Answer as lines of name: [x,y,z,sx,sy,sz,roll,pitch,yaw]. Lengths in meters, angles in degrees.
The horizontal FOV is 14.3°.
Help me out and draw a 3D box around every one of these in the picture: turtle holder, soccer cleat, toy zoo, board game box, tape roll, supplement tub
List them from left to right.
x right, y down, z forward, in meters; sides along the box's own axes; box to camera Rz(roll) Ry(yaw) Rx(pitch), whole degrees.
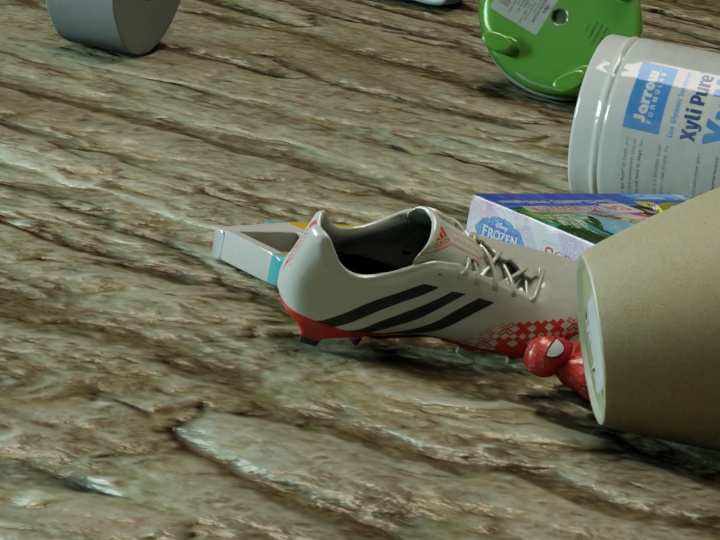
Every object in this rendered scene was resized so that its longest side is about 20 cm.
tape roll: [-0.204,-0.289,2.470,0.066,0.201,0.200,11,13,15]
toy zoo: [0.000,0.000,1.770,0.131,0.021,0.200,-1,17,-37]
soccer cleat: [0.052,0.002,1.623,0.199,0.085,0.069,2,45,-17]
turtle holder: [0.201,-0.222,2.609,0.185,0.142,0.132,2,-5,7]
board game box: [0.206,-0.007,1.895,0.200,0.041,0.199,-2,18,-40]
supplement tub: [0.265,-0.092,2.110,0.199,0.132,0.132,13,13,17]

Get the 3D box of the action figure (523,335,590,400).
action figure: [0.179,0.051,1.627,0.199,0.052,0.065,0,20,-27]

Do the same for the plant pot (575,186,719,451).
plant pot: [0.219,0.025,1.526,0.199,0.188,0.187,-6,14,-3]

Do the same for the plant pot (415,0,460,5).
plant pot: [0.046,-0.393,3.146,0.196,0.197,0.200,13,3,16]

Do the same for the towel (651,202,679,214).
towel: [0.288,-0.003,1.820,0.200,0.023,0.144,-4,41,-42]
